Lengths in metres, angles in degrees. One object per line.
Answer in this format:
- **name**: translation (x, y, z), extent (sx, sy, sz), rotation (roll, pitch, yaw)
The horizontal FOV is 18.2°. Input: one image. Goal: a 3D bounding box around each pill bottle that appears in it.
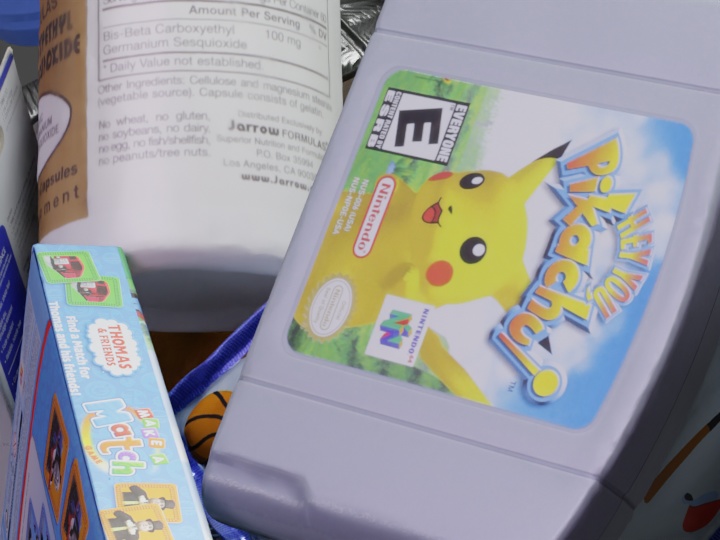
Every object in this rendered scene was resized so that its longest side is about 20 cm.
- **pill bottle**: translation (-0.063, -0.085, 0.841), extent (0.114, 0.114, 0.201), rotation (-10, 73, 30)

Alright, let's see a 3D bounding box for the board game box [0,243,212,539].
- **board game box**: translation (-0.083, 0.109, 0.718), extent (0.200, 0.036, 0.152), rotation (-113, 29, -53)

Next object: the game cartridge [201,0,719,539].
- **game cartridge**: translation (0.044, -0.003, 0.667), extent (0.133, 0.040, 0.201), rotation (14, 76, 27)

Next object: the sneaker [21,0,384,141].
- **sneaker**: translation (-0.066, -0.054, 0.965), extent (0.200, 0.116, 0.076), rotation (-26, 57, -24)

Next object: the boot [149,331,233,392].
- **boot**: translation (0.000, 0.001, 0.893), extent (0.201, 0.071, 0.144), rotation (-44, 43, 0)

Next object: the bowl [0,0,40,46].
- **bowl**: translation (-0.084, -0.169, 1.000), extent (0.200, 0.039, 0.201), rotation (-23, 24, 11)

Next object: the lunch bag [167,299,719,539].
- **lunch bag**: translation (0.057, 0.042, 0.763), extent (0.200, 0.170, 0.124), rotation (-43, 54, 8)

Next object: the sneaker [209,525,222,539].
- **sneaker**: translation (-0.049, 0.170, 0.825), extent (0.095, 0.079, 0.200), rotation (-29, 53, 14)

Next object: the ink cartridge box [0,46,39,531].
- **ink cartridge box**: translation (-0.137, 0.023, 0.862), extent (0.039, 0.201, 0.100), rotation (-1, 40, 11)
